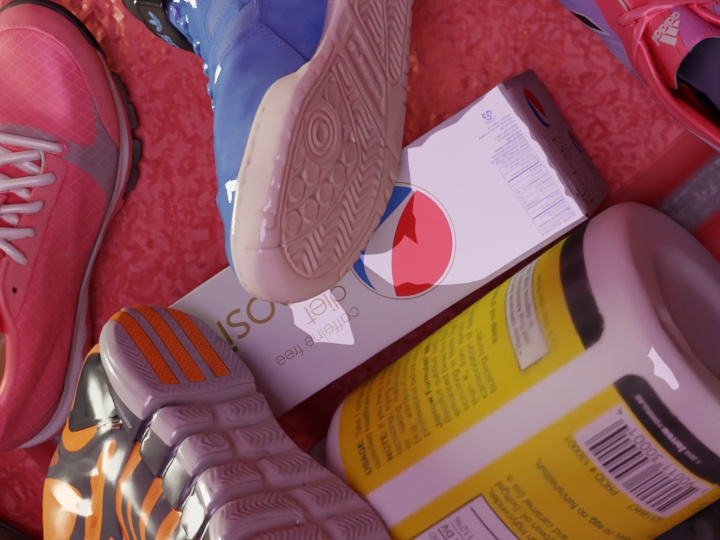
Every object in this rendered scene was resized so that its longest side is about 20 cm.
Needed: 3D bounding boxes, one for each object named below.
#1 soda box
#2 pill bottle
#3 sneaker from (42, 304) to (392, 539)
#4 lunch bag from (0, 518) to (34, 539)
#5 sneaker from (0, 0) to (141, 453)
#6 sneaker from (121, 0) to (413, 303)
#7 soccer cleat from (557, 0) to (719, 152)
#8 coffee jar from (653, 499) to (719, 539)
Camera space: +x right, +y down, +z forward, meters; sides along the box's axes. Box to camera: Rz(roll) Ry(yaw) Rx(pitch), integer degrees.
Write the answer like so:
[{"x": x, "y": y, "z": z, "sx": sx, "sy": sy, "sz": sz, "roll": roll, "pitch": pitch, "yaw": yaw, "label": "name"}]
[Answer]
[{"x": 0.000, "y": 0.000, "z": 0.802, "sx": 0.199, "sy": 0.068, "sz": 0.064, "roll": -33, "pitch": 91, "yaw": 18, "label": "soda box"}, {"x": 0.059, "y": 0.072, "z": 0.773, "sx": 0.200, "sy": 0.114, "sz": 0.115, "roll": -36, "pitch": 90, "yaw": 26, "label": "pill bottle"}, {"x": -0.055, "y": 0.117, "z": 0.753, "sx": 0.200, "sy": 0.077, "sz": 0.112, "roll": 55, "pitch": 130, "yaw": 34, "label": "sneaker"}, {"x": -0.220, "y": 0.194, "z": 0.865, "sx": 0.167, "sy": 0.140, "sz": 0.201, "roll": 26, "pitch": 108, "yaw": -21, "label": "lunch bag"}, {"x": -0.144, "y": -0.012, "z": 0.829, "sx": 0.073, "sy": 0.087, "sz": 0.202, "roll": 9, "pitch": 103, "yaw": 12, "label": "sneaker"}, {"x": -0.043, "y": -0.082, "z": 0.761, "sx": 0.111, "sy": 0.077, "sz": 0.201, "roll": -2, "pitch": 71, "yaw": 34, "label": "sneaker"}, {"x": 0.106, "y": -0.107, "z": 0.747, "sx": 0.200, "sy": 0.076, "sz": 0.067, "roll": 42, "pitch": 108, "yaw": 3, "label": "soccer cleat"}, {"x": 0.163, "y": 0.189, "z": 0.786, "sx": 0.104, "sy": 0.085, "sz": 0.200, "roll": -35, "pitch": 91, "yaw": 26, "label": "coffee jar"}]
